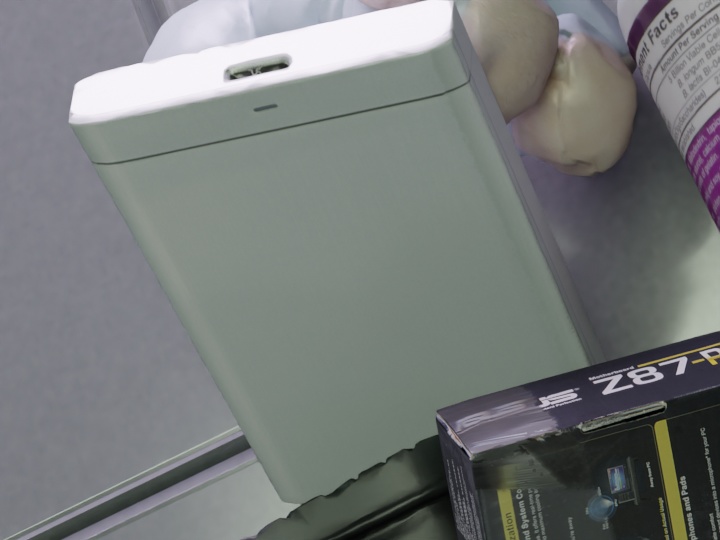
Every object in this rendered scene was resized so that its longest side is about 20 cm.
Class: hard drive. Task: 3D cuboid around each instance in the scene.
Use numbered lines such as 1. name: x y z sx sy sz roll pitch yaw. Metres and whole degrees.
1. hard drive: 0.000 0.000 1.012 0.131 0.200 0.027 -11 45 16

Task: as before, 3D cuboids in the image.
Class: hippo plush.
1. hippo plush: -0.016 -0.078 1.049 0.161 0.159 0.200 -40 84 16

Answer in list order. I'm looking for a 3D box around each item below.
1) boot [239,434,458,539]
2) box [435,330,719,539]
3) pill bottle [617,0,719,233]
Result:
1. boot: -0.006 0.174 1.033 0.199 0.076 0.169 -30 72 14
2. box: 0.120 0.121 0.937 0.160 0.049 0.201 -16 109 -11
3. pill bottle: 0.155 -0.072 1.017 0.112 0.112 0.201 -27 71 11
